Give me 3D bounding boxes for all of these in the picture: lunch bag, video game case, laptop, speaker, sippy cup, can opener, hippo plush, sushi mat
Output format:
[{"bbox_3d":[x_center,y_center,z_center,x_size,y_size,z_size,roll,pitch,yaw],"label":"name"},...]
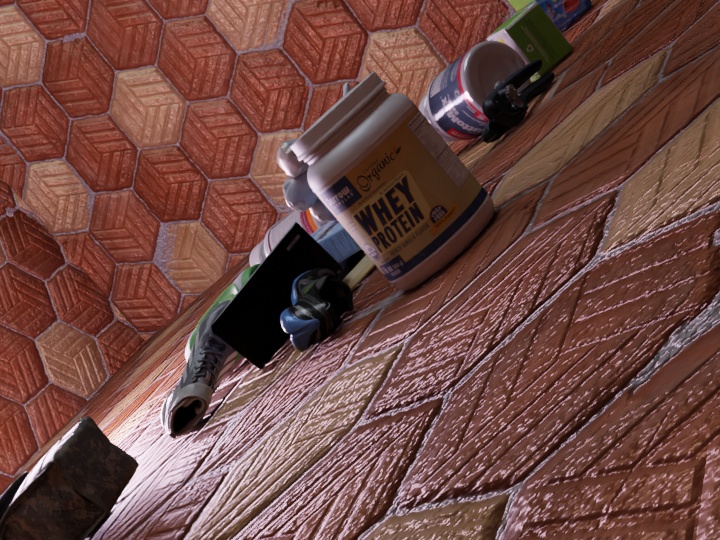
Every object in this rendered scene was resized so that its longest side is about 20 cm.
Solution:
[{"bbox_3d":[-0.401,0.310,1.647,0.200,0.117,0.164,-46,6,14],"label":"lunch bag"},{"bbox_3d":[-0.058,0.023,1.907,0.142,0.019,0.200,-39,8,21],"label":"video game case"},{"bbox_3d":[-0.117,0.032,1.722,0.178,0.103,0.200,-50,10,-3],"label":"laptop"},{"bbox_3d":[-0.183,0.078,1.888,0.200,0.088,0.089,-47,2,37],"label":"speaker"},{"bbox_3d":[0.365,-0.514,2.439,0.129,0.141,0.178,-28,19,14],"label":"sippy cup"},{"bbox_3d":[0.228,-0.260,1.867,0.078,0.064,0.200,-35,10,45],"label":"can opener"},{"bbox_3d":[-0.006,-0.151,1.892,0.160,0.161,0.200,15,49,46],"label":"hippo plush"},{"bbox_3d":[0.000,0.000,1.741,0.200,0.012,0.095,-47,8,-33],"label":"sushi mat"}]

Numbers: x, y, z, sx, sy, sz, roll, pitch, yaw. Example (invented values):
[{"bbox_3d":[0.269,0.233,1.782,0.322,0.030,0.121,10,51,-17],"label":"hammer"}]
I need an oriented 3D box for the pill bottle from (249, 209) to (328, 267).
[{"bbox_3d":[-0.095,-0.049,2.168,0.199,0.110,0.110,-36,8,39],"label":"pill bottle"}]

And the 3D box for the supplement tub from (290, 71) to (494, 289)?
[{"bbox_3d":[0.032,-0.097,1.371,0.144,0.200,0.144,-40,7,6],"label":"supplement tub"}]

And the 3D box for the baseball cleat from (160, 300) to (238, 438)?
[{"bbox_3d":[-0.206,0.139,1.744,0.202,0.069,0.106,-65,16,-1],"label":"baseball cleat"}]

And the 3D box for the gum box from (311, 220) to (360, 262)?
[{"bbox_3d":[-0.021,-0.056,1.916,0.199,0.045,0.170,-29,9,35],"label":"gum box"}]

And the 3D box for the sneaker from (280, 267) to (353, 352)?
[{"bbox_3d":[-0.043,0.042,1.549,0.082,0.071,0.200,-26,11,10],"label":"sneaker"}]

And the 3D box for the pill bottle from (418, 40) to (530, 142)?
[{"bbox_3d":[0.172,-0.273,2.021,0.120,0.120,0.200,-44,7,-24],"label":"pill bottle"}]

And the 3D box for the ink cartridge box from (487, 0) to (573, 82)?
[{"bbox_3d":[0.249,-0.414,2.122,0.076,0.200,0.148,-41,7,-1],"label":"ink cartridge box"}]
